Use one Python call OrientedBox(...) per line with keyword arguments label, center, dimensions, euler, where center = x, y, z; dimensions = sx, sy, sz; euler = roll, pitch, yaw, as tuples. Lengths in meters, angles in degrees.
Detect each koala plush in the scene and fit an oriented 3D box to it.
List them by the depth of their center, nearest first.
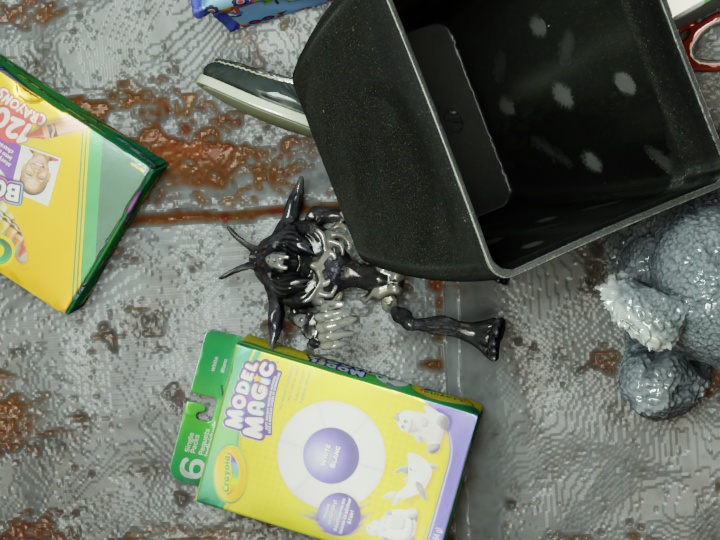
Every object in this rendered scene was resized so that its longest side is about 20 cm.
OrientedBox(label="koala plush", center=(0.226, 0.003, 1.616), dimensions=(0.176, 0.200, 0.185), euler=(-18, 94, 10))

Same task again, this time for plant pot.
OrientedBox(label="plant pot", center=(0.074, -0.100, 1.582), dimensions=(0.199, 0.177, 0.201), euler=(-22, 90, -33))

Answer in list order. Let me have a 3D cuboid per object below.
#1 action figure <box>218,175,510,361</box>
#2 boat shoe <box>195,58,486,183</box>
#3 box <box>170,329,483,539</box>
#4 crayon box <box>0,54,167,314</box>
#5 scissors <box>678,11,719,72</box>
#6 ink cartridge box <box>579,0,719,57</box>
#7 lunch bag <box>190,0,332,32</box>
OrientedBox(label="action figure", center=(0.000, 0.000, 1.696), dimensions=(0.199, 0.102, 0.120), euler=(9, 83, 6))
OrientedBox(label="boat shoe", center=(-0.008, -0.116, 1.698), dimensions=(0.198, 0.075, 0.067), euler=(18, 89, 2))
OrientedBox(label="box", center=(-0.027, 0.120, 1.741), dimensions=(0.199, 0.048, 0.118), euler=(16, 98, 7))
OrientedBox(label="crayon box", center=(-0.247, -0.075, 1.742), dimensions=(0.199, 0.058, 0.119), euler=(33, 99, 3))
OrientedBox(label="scissors", center=(0.175, -0.123, 1.705), dimensions=(0.200, 0.014, 0.073), euler=(-38, 91, 11))
OrientedBox(label="ink cartridge box", center=(0.179, -0.257, 1.646), dimensions=(0.145, 0.084, 0.201), euler=(-28, 87, 9))
OrientedBox(label="lunch bag", center=(-0.054, -0.278, 1.687), dimensions=(0.150, 0.094, 0.201), euler=(-16, 85, 12))
